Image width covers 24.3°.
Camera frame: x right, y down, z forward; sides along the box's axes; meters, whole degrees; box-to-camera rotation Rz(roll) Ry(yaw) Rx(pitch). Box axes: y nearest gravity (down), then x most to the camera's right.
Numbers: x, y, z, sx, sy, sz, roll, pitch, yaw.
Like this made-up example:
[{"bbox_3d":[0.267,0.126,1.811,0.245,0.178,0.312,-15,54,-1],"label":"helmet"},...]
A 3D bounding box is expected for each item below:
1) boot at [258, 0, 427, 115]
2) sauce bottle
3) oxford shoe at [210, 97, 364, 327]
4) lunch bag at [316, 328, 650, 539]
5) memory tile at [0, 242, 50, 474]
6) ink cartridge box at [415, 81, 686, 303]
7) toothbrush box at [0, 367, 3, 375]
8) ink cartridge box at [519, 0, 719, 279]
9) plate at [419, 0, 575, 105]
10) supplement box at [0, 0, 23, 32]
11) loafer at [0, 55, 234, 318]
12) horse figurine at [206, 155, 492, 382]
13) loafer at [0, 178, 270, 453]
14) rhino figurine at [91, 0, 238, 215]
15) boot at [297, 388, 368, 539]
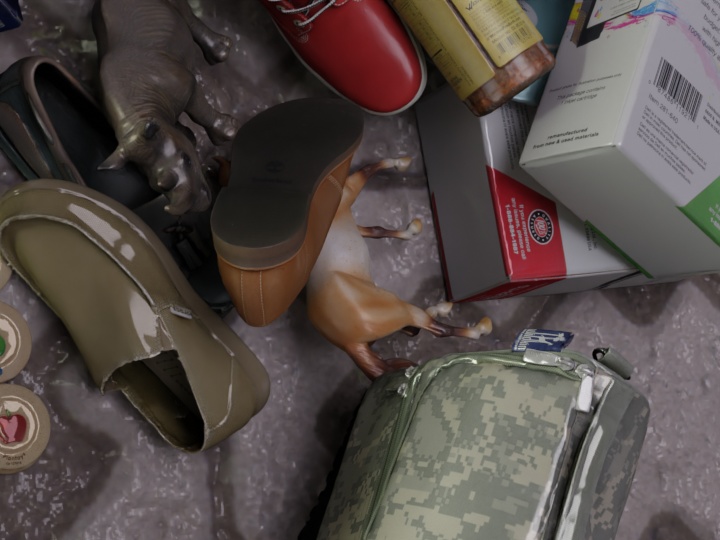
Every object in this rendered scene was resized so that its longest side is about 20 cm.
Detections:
[{"bbox_3d":[-0.041,-0.169,1.000,0.072,0.144,0.200,-39,94,15],"label":"boot"},{"bbox_3d":[0.040,-0.190,1.023,0.066,0.066,0.200,-34,91,-30],"label":"sauce bottle"},{"bbox_3d":[-0.044,-0.040,0.987,0.071,0.071,0.200,8,36,13],"label":"oxford shoe"},{"bbox_3d":[0.071,0.143,0.915,0.139,0.168,0.200,28,69,-23],"label":"lunch bag"},{"bbox_3d":[-0.277,0.051,0.926,0.199,0.017,0.154,-9,83,-29],"label":"memory tile"},{"bbox_3d":[0.152,-0.062,1.142,0.199,0.084,0.145,-5,80,-28],"label":"ink cartridge box"},{"bbox_3d":[-0.300,0.017,0.827,0.146,0.085,0.200,-34,97,5],"label":"toothbrush box"},{"bbox_3d":[0.201,-0.118,1.068,0.145,0.084,0.200,37,62,-33],"label":"ink cartridge box"},{"bbox_3d":[0.099,-0.186,1.121,0.200,0.026,0.201,14,43,-13],"label":"plate"},{"bbox_3d":[-0.293,-0.164,0.866,0.199,0.109,0.110,-15,85,0],"label":"supplement box"},{"bbox_3d":[-0.141,-0.045,0.993,0.200,0.063,0.072,45,61,-12],"label":"loafer"},{"bbox_3d":[0.000,0.000,1.037,0.132,0.050,0.200,-6,61,-35],"label":"horse figurine"},{"bbox_3d":[-0.134,0.029,0.966,0.200,0.076,0.068,42,39,-14],"label":"loafer"},{"bbox_3d":[-0.118,-0.100,0.964,0.087,0.060,0.200,39,28,-38],"label":"rhino figurine"},{"bbox_3d":[0.050,0.182,1.036,0.168,0.076,0.200,33,59,-14],"label":"boot"}]
